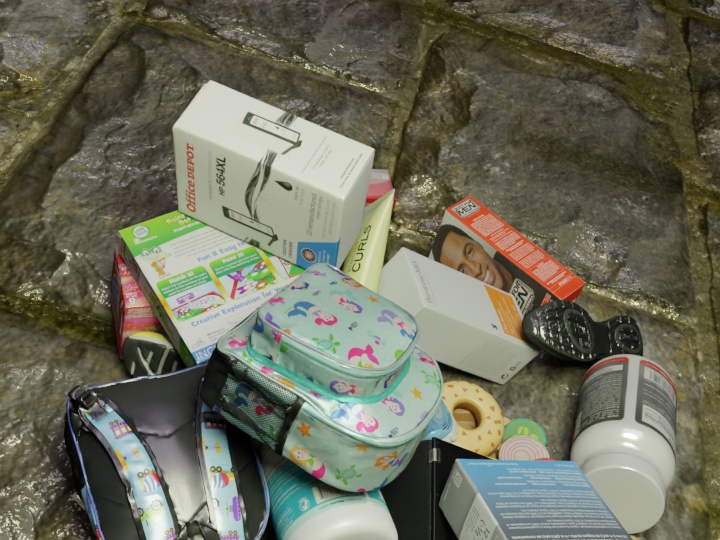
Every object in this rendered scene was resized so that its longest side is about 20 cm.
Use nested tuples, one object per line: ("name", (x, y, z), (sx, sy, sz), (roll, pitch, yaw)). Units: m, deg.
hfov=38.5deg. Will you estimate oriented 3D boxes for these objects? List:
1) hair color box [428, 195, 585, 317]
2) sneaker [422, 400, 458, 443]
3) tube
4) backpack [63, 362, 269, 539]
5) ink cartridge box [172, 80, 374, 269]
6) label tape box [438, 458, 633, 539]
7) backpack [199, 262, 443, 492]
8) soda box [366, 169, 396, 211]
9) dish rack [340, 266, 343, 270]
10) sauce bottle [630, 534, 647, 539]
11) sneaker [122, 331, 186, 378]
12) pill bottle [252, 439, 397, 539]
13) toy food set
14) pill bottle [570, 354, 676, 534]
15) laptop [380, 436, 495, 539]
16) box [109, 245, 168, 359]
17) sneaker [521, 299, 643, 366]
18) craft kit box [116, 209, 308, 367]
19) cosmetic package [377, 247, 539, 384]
("hair color box", (0.190, 0.002, 1.373), (0.200, 0.102, 0.061), (40, 46, 24))
("sneaker", (0.044, 0.120, 1.173), (0.078, 0.090, 0.200), (-32, 37, -9))
("tube", (0.000, 0.000, 1.224), (0.058, 0.052, 0.201), (3, 62, 19))
("backpack", (-0.186, 0.208, 1.004), (0.182, 0.135, 0.201), (-10, 62, -25))
("ink cartridge box", (-0.097, -0.096, 1.113), (0.199, 0.146, 0.084), (23, 55, 10))
("label tape box", (0.178, 0.261, 0.953), (0.143, 0.066, 0.200), (6, 29, -25))
("backpack", (-0.023, 0.100, 0.962), (0.200, 0.151, 0.177), (36, 33, 10))
("soda box", (-0.056, -0.102, 1.429), (0.199, 0.064, 0.070), (2, 44, -17))
("dish rack", (-0.046, -0.009, 1.281), (0.054, 0.153, 0.201), (-30, 46, 14))
("sauce bottle", (0.228, 0.307, 1.047), (0.199, 0.065, 0.065), (8, 38, -42))
("sneaker", (-0.170, 0.107, 1.170), (0.199, 0.078, 0.090), (18, 33, -8))
("pill bottle", (-0.043, 0.207, 1.024), (0.110, 0.111, 0.200), (-3, 40, -21))
("toy food set", (0.138, 0.224, 1.159), (0.197, 0.049, 0.200), (29, 43, 13))
("pill bottle", (0.300, 0.195, 1.177), (0.115, 0.116, 0.200), (22, 34, 5))
("laptop", (0.065, 0.282, 1.055), (0.199, 0.116, 0.188), (23, 49, -24))
("box", (-0.188, 0.033, 1.216), (0.199, 0.096, 0.100), (-2, 47, -21))
("sneaker", (0.266, 0.090, 1.292), (0.199, 0.091, 0.076), (16, 64, -37))
("craft kit box", (-0.139, 0.003, 1.147), (0.199, 0.049, 0.198), (-22, 61, -25))
("cosmetic package", (0.115, 0.058, 1.254), (0.199, 0.071, 0.102), (21, 35, -36))
